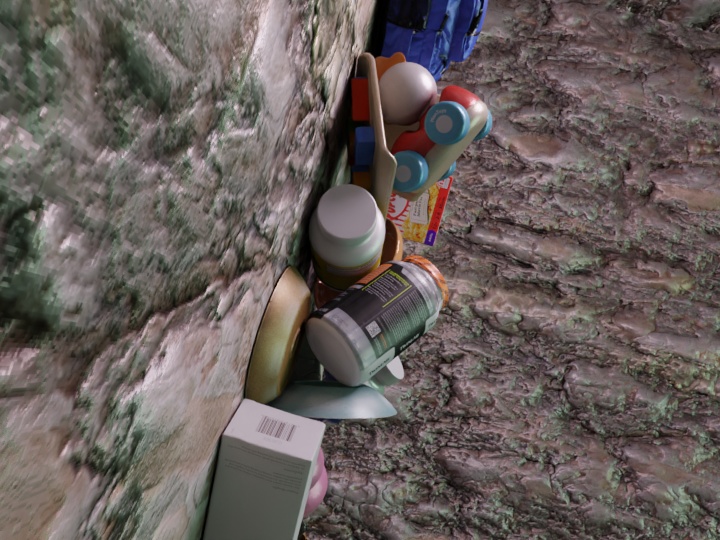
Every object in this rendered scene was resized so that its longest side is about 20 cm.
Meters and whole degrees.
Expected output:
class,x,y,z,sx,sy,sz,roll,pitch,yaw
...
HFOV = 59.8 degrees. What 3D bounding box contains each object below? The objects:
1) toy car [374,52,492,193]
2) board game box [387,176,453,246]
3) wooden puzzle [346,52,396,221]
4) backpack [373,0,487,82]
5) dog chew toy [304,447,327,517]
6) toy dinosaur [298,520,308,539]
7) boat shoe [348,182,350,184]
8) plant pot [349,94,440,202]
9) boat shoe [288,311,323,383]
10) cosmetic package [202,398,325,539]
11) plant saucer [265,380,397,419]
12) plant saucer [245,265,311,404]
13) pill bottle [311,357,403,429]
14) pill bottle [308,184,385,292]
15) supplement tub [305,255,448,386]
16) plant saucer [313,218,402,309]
class,x,y,z,sx,sy,sz,roll,pitch,yaw
toy car,0.077,-0.243,0.979,0.177,0.200,0.184,-49,171,27
board game box,0.080,-0.151,1.335,0.046,0.199,0.152,-53,158,-79
wooden puzzle,0.005,-0.189,0.939,0.185,0.046,0.200,100,-18,-62
backpack,0.109,-0.397,1.023,0.163,0.167,0.200,-57,167,-57
dog chew toy,-0.114,0.321,1.029,0.125,0.124,0.200,-70,169,-48
toy dinosaur,-0.133,0.430,0.981,0.200,0.136,0.102,65,22,2
boat shoe,-0.012,-0.131,1.198,0.202,0.075,0.075,-39,110,-72
plant pot,0.083,-0.246,1.167,0.200,0.199,0.177,-66,-178,-67
boat shoe,-0.092,0.162,1.039,0.072,0.076,0.200,-74,-179,-79
cosmetic package,-0.120,0.274,0.765,0.081,0.113,0.200,-65,172,-68
plant saucer,-0.045,0.184,0.915,0.201,0.200,0.039,67,27,-85
plant saucer,-0.104,0.093,0.843,0.200,0.035,0.201,16,90,-86
pill bottle,-0.027,0.203,1.126,0.200,0.111,0.111,-31,-169,17
pill bottle,-0.020,-0.047,0.924,0.200,0.111,0.112,97,9,-71
supplement tub,0.029,0.066,0.913,0.200,0.123,0.123,-34,154,-29
plant saucer,0.000,0.000,1.080,0.200,0.037,0.200,-33,-142,30
